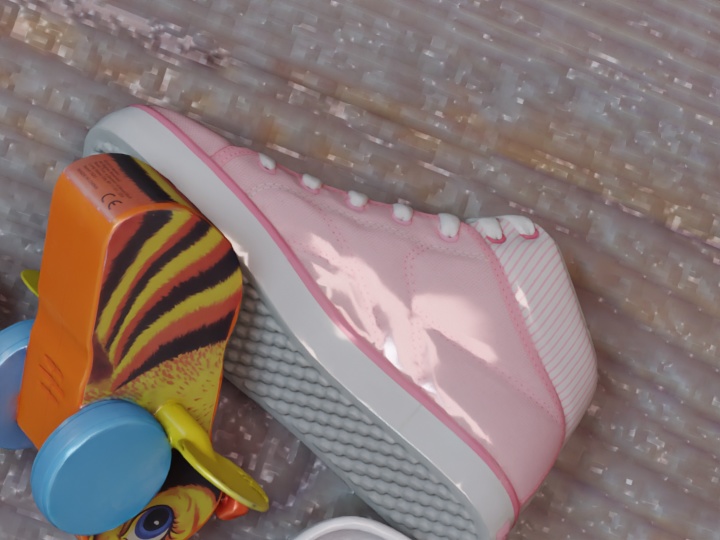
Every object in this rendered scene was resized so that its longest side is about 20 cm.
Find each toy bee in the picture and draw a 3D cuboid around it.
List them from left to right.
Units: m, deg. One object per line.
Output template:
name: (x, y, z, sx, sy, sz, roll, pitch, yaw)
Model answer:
toy bee: (-0.081, 0.051, 0.830, 0.109, 0.200, 0.131, -1, 53, -42)

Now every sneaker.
sneaker: (0.000, 0.000, 0.862, 0.200, 0.075, 0.105, 45, 61, -1)

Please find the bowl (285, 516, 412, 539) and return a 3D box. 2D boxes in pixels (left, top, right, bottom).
bowl: (-0.010, 0.204, 0.855, 0.200, 0.075, 0.200, -46, 100, -10)
